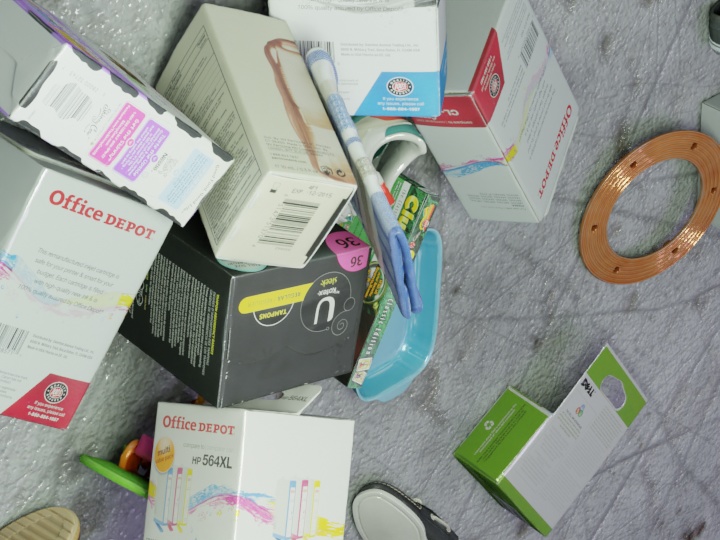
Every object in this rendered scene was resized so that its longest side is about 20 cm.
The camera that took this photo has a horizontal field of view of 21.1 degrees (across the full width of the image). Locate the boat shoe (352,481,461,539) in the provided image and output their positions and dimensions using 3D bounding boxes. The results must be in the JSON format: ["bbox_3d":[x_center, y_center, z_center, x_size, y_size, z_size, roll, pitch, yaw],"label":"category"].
[{"bbox_3d":[0.059,0.284,2.103,0.200,0.074,0.060,47,38,-33],"label":"boat shoe"}]

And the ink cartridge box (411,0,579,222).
[{"bbox_3d":[0.125,-0.160,1.830,0.200,0.083,0.146,57,45,-47],"label":"ink cartridge box"}]

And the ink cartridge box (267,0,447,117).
[{"bbox_3d":[-0.002,-0.238,1.642,0.084,0.145,0.201,-76,166,-54],"label":"ink cartridge box"}]

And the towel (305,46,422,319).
[{"bbox_3d":[0.004,-0.073,1.584,0.024,0.200,0.147,-21,149,-4],"label":"towel"}]

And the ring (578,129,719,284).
[{"bbox_3d":[0.323,-0.072,2.145,0.200,0.019,0.201,-20,132,-23],"label":"ring"}]

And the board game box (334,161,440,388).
[{"bbox_3d":[0.000,0.000,1.832,0.023,0.105,0.201,11,107,-43],"label":"board game box"}]

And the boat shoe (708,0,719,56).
[{"bbox_3d":[0.459,-0.309,2.113,0.200,0.069,0.057,-40,136,-16],"label":"boat shoe"}]

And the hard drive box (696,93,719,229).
[{"bbox_3d":[0.484,-0.150,2.230,0.200,0.077,0.156,-28,131,-29],"label":"hard drive box"}]

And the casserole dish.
[{"bbox_3d":[0.027,0.039,1.926,0.121,0.039,0.201,-27,131,-38],"label":"casserole dish"}]

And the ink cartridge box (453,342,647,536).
[{"bbox_3d":[0.219,0.178,2.182,0.200,0.076,0.148,-51,138,-9],"label":"ink cartridge box"}]

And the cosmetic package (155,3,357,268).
[{"bbox_3d":[-0.087,-0.109,1.565,0.087,0.200,0.103,7,135,-33],"label":"cosmetic package"}]

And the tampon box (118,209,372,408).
[{"bbox_3d":[-0.115,0.005,1.651,0.150,0.200,0.127,-14,124,-39],"label":"tampon box"}]

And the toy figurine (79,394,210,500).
[{"bbox_3d":[-0.142,0.131,1.778,0.185,0.150,0.200,-63,162,-7],"label":"toy figurine"}]

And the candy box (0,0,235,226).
[{"bbox_3d":[-0.217,-0.136,1.479,0.072,0.168,0.200,-52,137,4],"label":"candy box"}]

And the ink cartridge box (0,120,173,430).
[{"bbox_3d":[-0.276,-0.003,1.530,0.145,0.145,0.200,22,98,-48],"label":"ink cartridge box"}]

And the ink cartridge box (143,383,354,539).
[{"bbox_3d":[-0.097,0.192,1.640,0.125,0.128,0.201,9,84,-42],"label":"ink cartridge box"}]

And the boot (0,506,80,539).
[{"bbox_3d":[-0.310,0.320,1.780,0.200,0.072,0.166,-49,151,-12],"label":"boot"}]

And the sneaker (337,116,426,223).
[{"bbox_3d":[-0.023,-0.074,1.771,0.200,0.093,0.070,-44,138,-14],"label":"sneaker"}]
